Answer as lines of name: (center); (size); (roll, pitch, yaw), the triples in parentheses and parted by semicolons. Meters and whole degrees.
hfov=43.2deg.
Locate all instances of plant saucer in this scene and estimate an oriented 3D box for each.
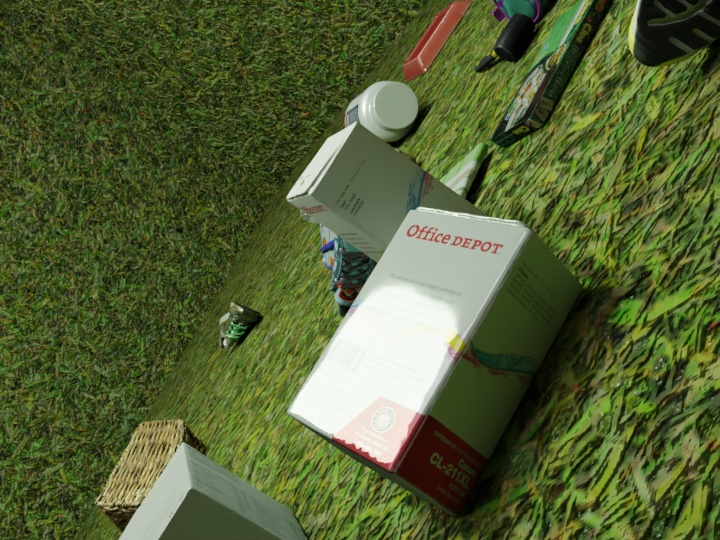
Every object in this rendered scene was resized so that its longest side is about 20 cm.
plant saucer: (0.173, -0.552, 2.170); (0.200, 0.037, 0.200); (-56, 10, 0)

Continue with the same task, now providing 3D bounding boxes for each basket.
basket: (-0.358, 0.393, 1.673); (0.142, 0.149, 0.201); (-9, 37, 27)

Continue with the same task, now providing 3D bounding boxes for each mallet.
mallet: (0.218, -0.348, 1.411); (0.066, 0.041, 0.200); (-57, 7, 1)

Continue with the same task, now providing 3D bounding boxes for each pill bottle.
pill bottle: (0.045, -0.311, 1.813); (0.120, 0.119, 0.200); (-57, 11, -6)

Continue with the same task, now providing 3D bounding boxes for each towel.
towel: (0.094, -0.058, 1.148); (0.149, 0.031, 0.201); (-39, 18, 51)

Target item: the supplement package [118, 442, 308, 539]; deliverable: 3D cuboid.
supplement package: (-0.159, 0.300, 0.874); (0.192, 0.147, 0.200); (-57, 11, -6)

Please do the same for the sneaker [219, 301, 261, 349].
sneaker: (-0.286, 0.137, 2.112); (0.200, 0.076, 0.089); (135, 152, -64)

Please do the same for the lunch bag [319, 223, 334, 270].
lunch bag: (-0.012, -0.077, 1.388); (0.200, 0.075, 0.161); (158, 110, -73)

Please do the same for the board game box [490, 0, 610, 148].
board game box: (0.229, -0.244, 1.095); (0.201, 0.023, 0.105); (-60, 10, -15)

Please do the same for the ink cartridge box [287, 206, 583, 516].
ink cartridge box: (0.057, 0.061, 0.700); (0.145, 0.083, 0.201); (15, 69, 55)

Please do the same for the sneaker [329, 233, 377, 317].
sneaker: (0.000, 0.000, 1.180); (0.200, 0.079, 0.096); (86, -165, -60)

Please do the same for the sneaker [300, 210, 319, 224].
sneaker: (-0.069, -0.204, 2.087); (0.199, 0.079, 0.130); (123, 166, -57)

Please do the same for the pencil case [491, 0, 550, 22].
pencil case: (0.274, -0.471, 1.388); (0.092, 0.085, 0.201); (-4, 50, 55)

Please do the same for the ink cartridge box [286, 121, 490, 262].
ink cartridge box: (0.038, -0.051, 0.901); (0.084, 0.199, 0.145); (-57, 12, -6)

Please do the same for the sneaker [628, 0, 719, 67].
sneaker: (0.278, -0.239, 0.775); (0.200, 0.078, 0.090); (-54, 2, -21)

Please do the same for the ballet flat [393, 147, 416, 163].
ballet flat: (0.043, -0.133, 1.458); (0.071, 0.065, 0.200); (-47, 15, 33)
